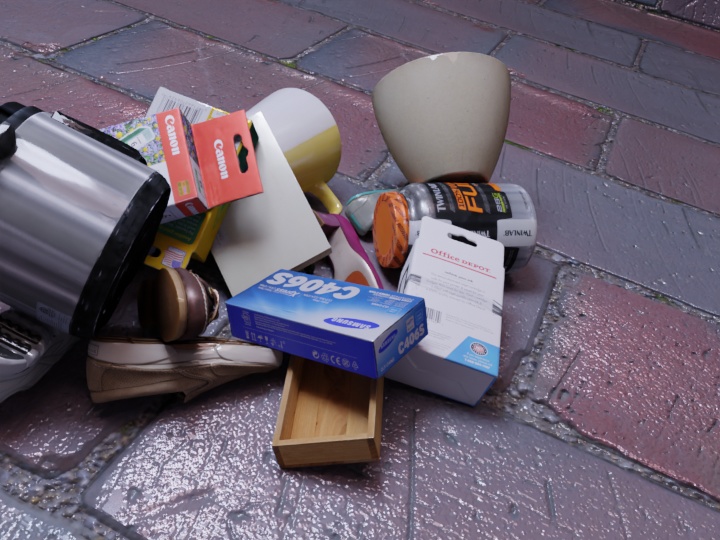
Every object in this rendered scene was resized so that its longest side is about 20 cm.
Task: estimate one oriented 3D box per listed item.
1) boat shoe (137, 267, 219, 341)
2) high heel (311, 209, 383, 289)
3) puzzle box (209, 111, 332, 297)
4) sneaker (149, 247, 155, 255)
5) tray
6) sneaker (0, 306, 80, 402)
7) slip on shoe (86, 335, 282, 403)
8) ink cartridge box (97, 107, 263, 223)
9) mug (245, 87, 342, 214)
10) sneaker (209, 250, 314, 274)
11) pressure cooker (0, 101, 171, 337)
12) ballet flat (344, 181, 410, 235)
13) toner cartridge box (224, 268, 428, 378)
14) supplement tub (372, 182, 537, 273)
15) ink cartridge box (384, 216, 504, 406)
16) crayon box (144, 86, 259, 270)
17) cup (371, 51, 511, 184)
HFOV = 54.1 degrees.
[{"bbox_3d":[-0.178,0.032,0.718,0.069,0.072,0.199,1,1,-26],"label":"boat shoe"},{"bbox_3d":[0.000,0.000,0.898,0.096,0.067,0.202,17,38,-54],"label":"high heel"},{"bbox_3d":[-0.135,-0.080,0.861,0.131,0.025,0.202,-27,77,-3],"label":"puzzle box"},{"bbox_3d":[-0.275,-0.079,0.901,0.072,0.072,0.201,19,40,10],"label":"sneaker"},{"bbox_3d":[-0.025,0.110,0.732,0.097,0.038,0.201,-7,35,10],"label":"tray"},{"bbox_3d":[-0.323,0.068,0.699,0.074,0.082,0.200,29,18,0],"label":"sneaker"},{"bbox_3d":[-0.173,0.101,0.712,0.197,0.062,0.076,5,-1,-36],"label":"slip on shoe"},{"bbox_3d":[-0.216,-0.114,0.780,0.196,0.050,0.111,-16,77,0],"label":"ink cartridge box"},{"bbox_3d":[-0.110,-0.152,0.972,0.185,0.151,0.153,27,35,17],"label":"mug"},{"bbox_3d":[-0.146,-0.040,0.905,0.198,0.078,0.086,28,74,10],"label":"sneaker"},{"bbox_3d":[-0.296,-0.054,0.648,0.198,0.178,0.179,27,19,-10],"label":"pressure cooker"},{"bbox_3d":[0.063,-0.096,1.042,0.198,0.067,0.064,-22,75,-36],"label":"ballet flat"},{"bbox_3d":[-0.038,0.049,0.731,0.197,0.044,0.095,10,30,35],"label":"toner cartridge box"},{"bbox_3d":[0.123,-0.055,0.939,0.196,0.124,0.123,-2,38,-18],"label":"supplement tub"},{"bbox_3d":[0.100,0.041,0.816,0.114,0.068,0.202,19,47,-4],"label":"ink cartridge box"},{"bbox_3d":[-0.217,-0.099,0.830,0.124,0.052,0.203,21,78,7],"label":"crayon box"},{"bbox_3d":[0.119,-0.184,0.980,0.196,0.200,0.146,-1,76,-17],"label":"cup"}]
